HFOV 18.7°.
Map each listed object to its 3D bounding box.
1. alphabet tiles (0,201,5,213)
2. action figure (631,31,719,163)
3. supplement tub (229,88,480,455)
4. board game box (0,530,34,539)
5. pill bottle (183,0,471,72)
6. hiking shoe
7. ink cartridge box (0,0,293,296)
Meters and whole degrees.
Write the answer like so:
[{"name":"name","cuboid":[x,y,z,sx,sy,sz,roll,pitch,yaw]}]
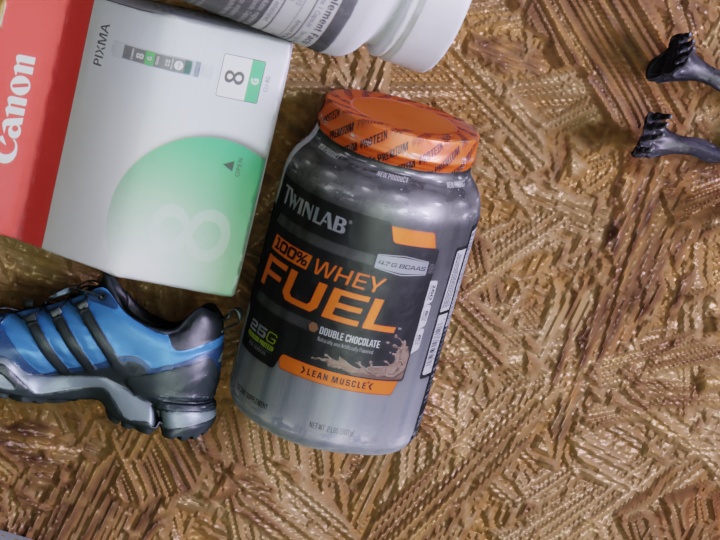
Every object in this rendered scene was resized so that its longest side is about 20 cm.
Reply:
[{"name":"alphabet tiles","cuboid":[-0.310,-0.084,1.299,0.167,0.008,0.200,-35,112,3]},{"name":"action figure","cuboid":[0.271,-0.071,1.359,0.199,0.102,0.119,19,93,-14]},{"name":"supplement tub","cuboid":[0.000,0.000,1.322,0.122,0.123,0.201,11,106,-14]},{"name":"board game box","cuboid":[-0.170,0.267,1.417,0.199,0.064,0.148,20,104,-17]},{"name":"pill bottle","cuboid":[-0.038,-0.191,1.254,0.199,0.113,0.113,19,105,-17]},{"name":"hiking shoe","cuboid":[-0.177,0.038,1.330,0.199,0.074,0.087,14,96,-5]},{"name":"ink cartridge box","cuboid":[-0.154,-0.082,1.300,0.199,0.050,0.161,10,103,-16]}]
